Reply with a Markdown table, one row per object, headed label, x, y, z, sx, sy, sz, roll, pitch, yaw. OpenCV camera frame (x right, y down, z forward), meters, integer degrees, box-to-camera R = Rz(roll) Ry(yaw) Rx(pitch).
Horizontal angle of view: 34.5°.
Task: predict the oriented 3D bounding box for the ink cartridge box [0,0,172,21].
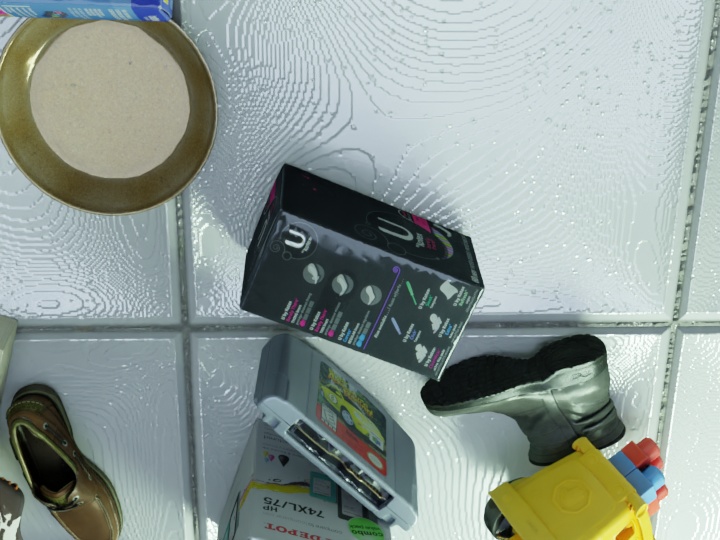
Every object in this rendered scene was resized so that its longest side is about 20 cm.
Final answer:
| label | x | y | z | sx | sy | sz | roll | pitch | yaw |
| --- | --- | --- | --- | --- | --- | --- | --- | --- | --- |
| ink cartridge box | -0.222 | -0.277 | 0.941 | 0.197 | 0.076 | 0.138 | 1 | 95 | -5 |

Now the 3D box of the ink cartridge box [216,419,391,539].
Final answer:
| label | x | y | z | sx | sy | sz | roll | pitch | yaw |
| --- | --- | --- | --- | --- | --- | --- | --- | --- | --- |
| ink cartridge box | -0.060 | 0.276 | 1.142 | 0.145 | 0.200 | 0.147 | 17 | 112 | -10 |

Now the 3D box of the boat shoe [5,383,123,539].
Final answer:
| label | x | y | z | sx | sy | sz | roll | pitch | yaw |
| --- | --- | --- | --- | --- | --- | --- | --- | --- | --- |
| boat shoe | -0.306 | 0.216 | 1.175 | 0.071 | 0.068 | 0.201 | -23 | 114 | 5 |

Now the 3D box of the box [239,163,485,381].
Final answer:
| label | x | y | z | sx | sy | sz | roll | pitch | yaw |
| --- | --- | --- | --- | --- | --- | --- | --- | --- | --- |
| box | 0.000 | 0.000 | 1.066 | 0.198 | 0.123 | 0.107 | 20 | 112 | -12 |

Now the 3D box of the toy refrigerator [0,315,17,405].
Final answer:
| label | x | y | z | sx | sy | sz | roll | pitch | yaw |
| --- | --- | --- | --- | --- | --- | --- | --- | --- | --- |
| toy refrigerator | -0.398 | 0.142 | 1.138 | 0.075 | 0.070 | 0.202 | 15 | 113 | -10 |

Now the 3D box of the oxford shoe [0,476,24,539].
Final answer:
| label | x | y | z | sx | sy | sz | roll | pitch | yaw |
| --- | --- | --- | --- | --- | --- | --- | --- | --- | --- |
| oxford shoe | -0.370 | 0.209 | 1.114 | 0.072 | 0.071 | 0.202 | -25 | 117 | -34 |

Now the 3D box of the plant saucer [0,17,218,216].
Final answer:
| label | x | y | z | sx | sy | sz | roll | pitch | yaw |
| --- | --- | --- | --- | --- | --- | --- | --- | --- | --- |
| plant saucer | -0.225 | -0.149 | 1.036 | 0.198 | 0.036 | 0.202 | -1 | 114 | -3 |

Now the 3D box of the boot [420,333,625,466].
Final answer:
| label | x | y | z | sx | sy | sz | roll | pitch | yaw |
| --- | --- | --- | --- | --- | --- | --- | --- | --- | --- |
| boot | 0.168 | 0.150 | 1.176 | 0.198 | 0.068 | 0.132 | -13 | 120 | 5 |

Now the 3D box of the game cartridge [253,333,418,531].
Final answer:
| label | x | y | z | sx | sy | sz | roll | pitch | yaw |
| --- | --- | --- | --- | --- | --- | --- | --- | --- | --- |
| game cartridge | -0.019 | 0.151 | 1.125 | 0.041 | 0.133 | 0.200 | -42 | 109 | 15 |

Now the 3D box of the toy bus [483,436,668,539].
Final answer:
| label | x | y | z | sx | sy | sz | roll | pitch | yaw |
| --- | --- | --- | --- | --- | --- | --- | --- | --- | --- |
| toy bus | 0.242 | 0.264 | 1.191 | 0.191 | 0.136 | 0.201 | -35 | 139 | -10 |
